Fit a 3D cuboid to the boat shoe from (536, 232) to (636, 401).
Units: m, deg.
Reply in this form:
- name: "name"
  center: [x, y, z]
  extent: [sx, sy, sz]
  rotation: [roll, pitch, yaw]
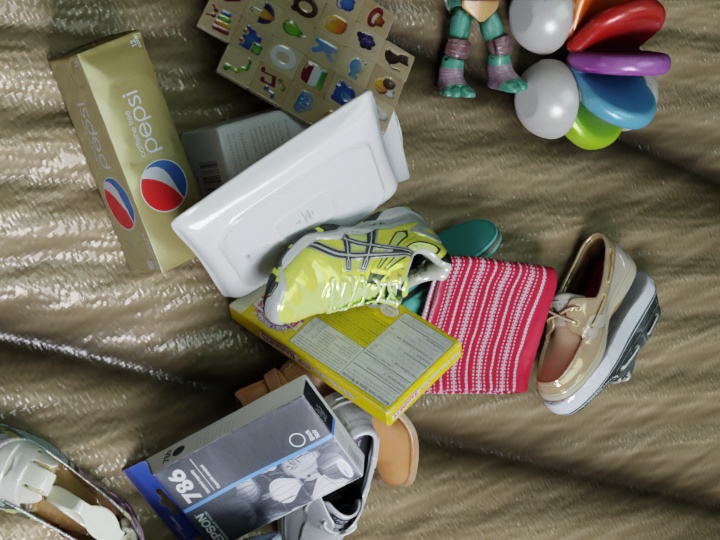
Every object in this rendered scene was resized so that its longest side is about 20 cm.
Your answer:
- name: "boat shoe"
  center: [0.231, 0.045, 1.529]
  extent: [0.069, 0.073, 0.201]
  rotation: [47, 56, -32]

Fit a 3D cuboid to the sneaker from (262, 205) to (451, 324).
- name: "sneaker"
  center: [0.000, 0.000, 1.265]
  extent: [0.199, 0.076, 0.076]
  rotation: [-26, 139, -34]

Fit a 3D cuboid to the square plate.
- name: "square plate"
  center: [-0.054, -0.054, 1.235]
  extent: [0.198, 0.200, 0.029]
  rotation: [-35, 70, -4]

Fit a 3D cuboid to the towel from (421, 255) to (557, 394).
- name: "towel"
  center: [0.126, 0.059, 1.438]
  extent: [0.199, 0.022, 0.145]
  rotation: [5, 103, -50]

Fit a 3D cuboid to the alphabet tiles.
- name: "alphabet tiles"
  center: [-0.048, -0.211, 1.313]
  extent: [0.199, 0.006, 0.167]
  rotation: [29, 57, -14]

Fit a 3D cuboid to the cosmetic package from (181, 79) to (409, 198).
- name: "cosmetic package"
  center: [-0.058, -0.106, 1.323]
  extent: [0.199, 0.074, 0.102]
  rotation: [-19, 102, -35]

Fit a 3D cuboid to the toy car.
- name: "toy car"
  center: [0.259, -0.229, 1.493]
  extent: [0.174, 0.150, 0.201]
  rotation: [-7, 96, -35]

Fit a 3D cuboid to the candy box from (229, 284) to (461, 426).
- name: "candy box"
  center: [-0.015, 0.054, 1.292]
  extent: [0.102, 0.200, 0.026]
  rotation: [-42, 146, -25]

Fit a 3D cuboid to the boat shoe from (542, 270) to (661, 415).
- name: "boat shoe"
  center: [0.278, 0.092, 1.563]
  extent: [0.200, 0.072, 0.071]
  rotation: [-49, 119, -22]

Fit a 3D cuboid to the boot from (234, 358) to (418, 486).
- name: "boot"
  center: [-0.033, 0.154, 1.356]
  extent: [0.154, 0.074, 0.201]
  rotation: [-28, 120, -18]

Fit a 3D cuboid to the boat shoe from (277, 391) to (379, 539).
- name: "boat shoe"
  center: [-0.023, 0.207, 1.310]
  extent: [0.072, 0.069, 0.201]
  rotation: [6, 121, -27]

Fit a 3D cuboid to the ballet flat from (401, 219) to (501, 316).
- name: "ballet flat"
  center: [0.064, 0.020, 1.425]
  extent: [0.200, 0.067, 0.071]
  rotation: [-33, 133, -29]

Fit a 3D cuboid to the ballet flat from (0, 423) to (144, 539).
- name: "ballet flat"
  center: [-0.257, 0.187, 1.192]
  extent: [0.200, 0.071, 0.069]
  rotation: [38, 71, -29]

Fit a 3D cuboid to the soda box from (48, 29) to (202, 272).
- name: "soda box"
  center: [-0.196, -0.102, 1.228]
  extent: [0.064, 0.068, 0.201]
  rotation: [-29, 107, -30]

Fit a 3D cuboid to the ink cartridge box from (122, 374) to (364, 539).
- name: "ink cartridge box"
  center: [-0.105, 0.178, 1.242]
  extent: [0.199, 0.039, 0.100]
  rotation: [-29, 113, 17]

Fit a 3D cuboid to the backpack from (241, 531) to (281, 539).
- name: "backpack"
  center: [-0.119, 0.326, 1.232]
  extent: [0.200, 0.183, 0.147]
  rotation: [-33, 89, -25]

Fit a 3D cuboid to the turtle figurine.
- name: "turtle figurine"
  center: [0.123, -0.279, 1.425]
  extent: [0.149, 0.101, 0.201]
  rotation: [-3, 110, -7]
